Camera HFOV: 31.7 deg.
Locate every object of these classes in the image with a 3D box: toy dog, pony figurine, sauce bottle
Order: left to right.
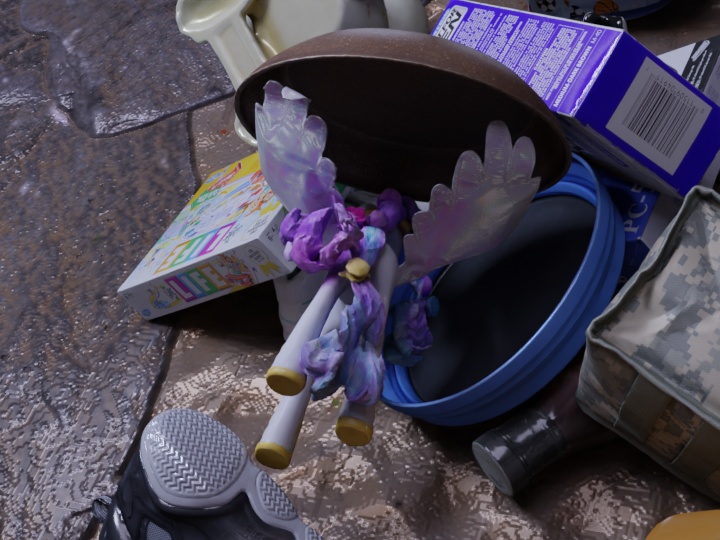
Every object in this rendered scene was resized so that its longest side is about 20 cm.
[{"bbox_3d":[-0.021,-0.200,1.022,0.194,0.200,0.140,-43,78,25],"label":"toy dog"},{"bbox_3d":[0.000,0.000,0.741,0.166,0.193,0.200,17,58,3],"label":"pony figurine"},{"bbox_3d":[0.159,0.067,0.784,0.200,0.066,0.066,-34,47,-12],"label":"sauce bottle"}]

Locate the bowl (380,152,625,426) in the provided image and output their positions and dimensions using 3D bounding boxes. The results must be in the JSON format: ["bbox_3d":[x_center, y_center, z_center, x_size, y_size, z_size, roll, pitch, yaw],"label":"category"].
[{"bbox_3d":[0.083,0.011,0.817,0.201,0.039,0.201,-36,31,26],"label":"bowl"}]

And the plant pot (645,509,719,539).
[{"bbox_3d":[0.115,0.213,0.581,0.183,0.200,0.200,-9,43,31],"label":"plant pot"}]

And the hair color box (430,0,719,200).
[{"bbox_3d":[0.130,-0.115,0.822,0.065,0.109,0.200,-59,30,3],"label":"hair color box"}]

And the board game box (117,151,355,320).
[{"bbox_3d":[-0.081,-0.038,0.909,0.200,0.034,0.134,-17,32,51],"label":"board game box"}]

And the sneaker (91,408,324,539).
[{"bbox_3d":[-0.079,0.186,0.740,0.114,0.075,0.200,-46,75,27],"label":"sneaker"}]

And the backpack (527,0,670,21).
[{"bbox_3d":[0.210,-0.297,1.055,0.190,0.154,0.200,-2,53,27],"label":"backpack"}]

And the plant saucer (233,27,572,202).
[{"bbox_3d":[0.027,-0.093,0.748,0.200,0.200,0.037,5,72,22],"label":"plant saucer"}]

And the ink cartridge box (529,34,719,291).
[{"bbox_3d":[0.196,-0.072,0.865,0.094,0.044,0.200,-13,38,49],"label":"ink cartridge box"}]

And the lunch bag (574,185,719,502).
[{"bbox_3d":[0.219,0.073,0.654,0.200,0.164,0.118,35,82,15],"label":"lunch bag"}]

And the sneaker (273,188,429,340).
[{"bbox_3d":[0.004,-0.030,0.915,0.070,0.080,0.200,13,51,30],"label":"sneaker"}]

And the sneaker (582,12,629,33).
[{"bbox_3d":[0.153,-0.115,0.949,0.074,0.080,0.200,12,54,25],"label":"sneaker"}]
